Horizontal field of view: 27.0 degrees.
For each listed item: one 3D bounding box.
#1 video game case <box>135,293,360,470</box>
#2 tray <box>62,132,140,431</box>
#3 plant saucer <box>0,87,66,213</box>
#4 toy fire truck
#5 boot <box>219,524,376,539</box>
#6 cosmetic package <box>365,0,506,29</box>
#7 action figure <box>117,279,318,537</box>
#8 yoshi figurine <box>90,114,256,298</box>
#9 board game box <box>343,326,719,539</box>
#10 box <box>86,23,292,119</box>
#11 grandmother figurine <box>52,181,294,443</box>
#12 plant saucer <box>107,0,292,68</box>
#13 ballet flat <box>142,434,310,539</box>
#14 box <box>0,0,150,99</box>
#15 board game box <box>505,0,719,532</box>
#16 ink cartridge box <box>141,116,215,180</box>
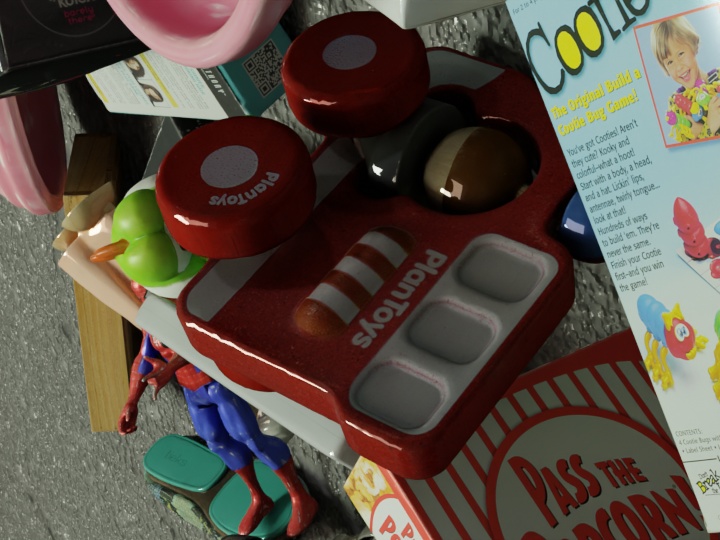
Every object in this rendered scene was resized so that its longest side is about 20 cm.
[{"bbox_3d":[-0.007,0.087,0.798,0.182,0.023,0.200,35,174,-39],"label":"video game case"},{"bbox_3d":[-0.189,0.009,1.117,0.099,0.037,0.201,-98,8,-59],"label":"tray"},{"bbox_3d":[-0.256,-0.137,1.062,0.201,0.051,0.201,170,90,-89],"label":"plant saucer"},{"bbox_3d":[0.022,-0.014,0.644,0.168,0.200,0.112,25,146,30],"label":"toy fire truck"},{"bbox_3d":[0.008,0.228,0.920,0.174,0.069,0.200,-10,127,42],"label":"boot"},{"bbox_3d":[0.013,-0.235,0.590,0.200,0.123,0.200,41,140,39],"label":"cosmetic package"},{"bbox_3d":[-0.101,0.092,0.906,0.065,0.099,0.201,-7,117,34],"label":"action figure"},{"bbox_3d":[-0.069,-0.025,0.823,0.112,0.112,0.200,38,-171,4],"label":"yoshi figurine"},{"bbox_3d":[0.108,0.135,0.624,0.200,0.151,0.046,56,148,22],"label":"board game box"},{"bbox_3d":[-0.118,-0.139,0.909,0.200,0.049,0.082,12,141,56],"label":"box"},{"bbox_3d":[-0.115,0.038,0.976,0.200,0.061,0.121,46,162,0],"label":"grandmother figurine"},{"bbox_3d":[-0.068,-0.182,0.582,0.200,0.051,0.201,39,140,42],"label":"plant saucer"},{"bbox_3d":[-0.083,0.167,1.063,0.200,0.074,0.075,21,125,55],"label":"ballet flat"},{"bbox_3d":[-0.183,-0.154,0.809,0.200,0.122,0.106,-3,104,60],"label":"box"},{"bbox_3d":[0.149,-0.026,0.507,0.105,0.103,0.201,-21,89,61],"label":"board game box"},{"bbox_3d":[-0.119,-0.021,1.027,0.095,0.037,0.200,59,151,18],"label":"ink cartridge box"}]
